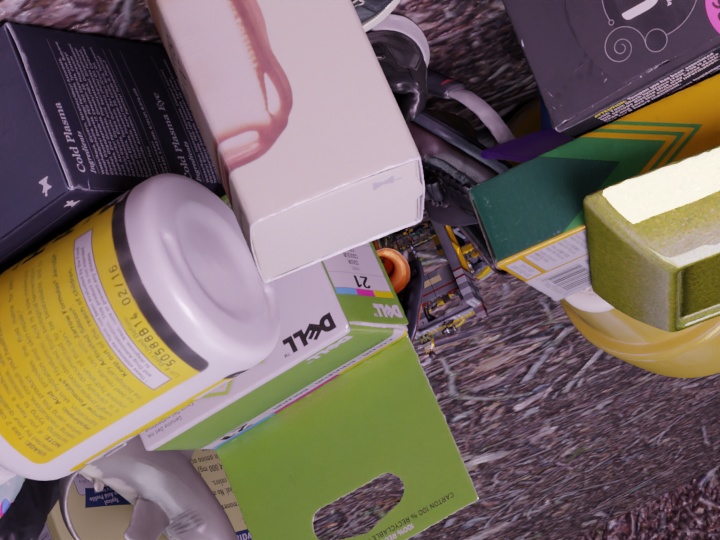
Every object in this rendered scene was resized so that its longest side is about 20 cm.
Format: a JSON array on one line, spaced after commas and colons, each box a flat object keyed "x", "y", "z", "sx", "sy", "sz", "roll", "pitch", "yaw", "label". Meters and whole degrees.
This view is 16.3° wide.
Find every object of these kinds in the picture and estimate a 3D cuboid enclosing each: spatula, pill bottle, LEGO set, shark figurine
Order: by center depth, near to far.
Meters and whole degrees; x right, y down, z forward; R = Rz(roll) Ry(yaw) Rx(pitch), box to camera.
[{"x": -0.150, "y": 0.042, "z": 1.314, "sx": 0.200, "sy": 0.111, "sz": 0.111, "roll": -31, "pitch": 161, "yaw": 23, "label": "pill bottle"}, {"x": 0.066, "y": -0.095, "z": 1.475, "sx": 0.056, "sy": 0.200, "sz": 0.021, "roll": -20, "pitch": 121, "yaw": -27, "label": "spatula"}, {"x": -0.135, "y": 0.116, "z": 1.585, "sx": 0.089, "sy": 0.128, "sz": 0.214, "roll": -42, "pitch": 148, "yaw": 7, "label": "shark figurine"}, {"x": 0.021, "y": 0.026, "z": 1.835, "sx": 0.200, "sy": 0.116, "sz": 0.154, "roll": -24, "pitch": 163, "yaw": 4, "label": "LEGO set"}]

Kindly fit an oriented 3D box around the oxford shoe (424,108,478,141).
[{"x": 0.008, "y": -0.079, "z": 1.584, "sx": 0.200, "sy": 0.071, "sz": 0.075, "roll": -11, "pitch": 153, "yaw": -41, "label": "oxford shoe"}]

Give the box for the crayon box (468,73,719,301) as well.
[{"x": 0.173, "y": -0.053, "z": 1.388, "sx": 0.200, "sy": 0.052, "sz": 0.126, "roll": -24, "pitch": 163, "yaw": 14, "label": "crayon box"}]

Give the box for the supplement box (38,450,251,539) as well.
[{"x": -0.176, "y": 0.150, "z": 1.816, "sx": 0.200, "sy": 0.200, "sz": 0.134, "roll": -10, "pitch": 160, "yaw": -36, "label": "supplement box"}]

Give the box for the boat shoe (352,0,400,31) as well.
[{"x": 0.013, "y": -0.178, "z": 1.277, "sx": 0.199, "sy": 0.075, "sz": 0.066, "roll": -26, "pitch": 161, "yaw": 10, "label": "boat shoe"}]

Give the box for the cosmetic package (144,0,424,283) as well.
[{"x": -0.047, "y": -0.109, "z": 1.188, "sx": 0.087, "sy": 0.200, "sz": 0.103, "roll": -22, "pitch": 163, "yaw": -6, "label": "cosmetic package"}]

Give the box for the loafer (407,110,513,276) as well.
[{"x": 0.073, "y": -0.044, "z": 1.594, "sx": 0.063, "sy": 0.072, "sz": 0.200, "roll": -57, "pitch": 150, "yaw": 2, "label": "loafer"}]

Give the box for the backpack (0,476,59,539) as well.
[{"x": -0.276, "y": 0.094, "z": 1.549, "sx": 0.127, "sy": 0.200, "sz": 0.167, "roll": -34, "pitch": -162, "yaw": 21, "label": "backpack"}]

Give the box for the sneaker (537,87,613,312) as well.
[{"x": 0.150, "y": -0.067, "z": 1.584, "sx": 0.077, "sy": 0.200, "sz": 0.111, "roll": -12, "pitch": 167, "yaw": 16, "label": "sneaker"}]

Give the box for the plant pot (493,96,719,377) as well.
[{"x": 0.191, "y": -0.042, "z": 1.757, "sx": 0.201, "sy": 0.201, "sz": 0.189, "roll": -33, "pitch": 144, "yaw": 30, "label": "plant pot"}]

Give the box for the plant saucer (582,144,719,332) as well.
[{"x": 0.224, "y": -0.026, "z": 1.356, "sx": 0.199, "sy": 0.048, "sz": 0.200, "roll": -20, "pitch": 164, "yaw": 1, "label": "plant saucer"}]

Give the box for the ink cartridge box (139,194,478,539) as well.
[{"x": -0.044, "y": 0.065, "z": 1.370, "sx": 0.148, "sy": 0.200, "sz": 0.076, "roll": -31, "pitch": 162, "yaw": 23, "label": "ink cartridge box"}]

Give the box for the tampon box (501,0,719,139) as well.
[{"x": 0.173, "y": -0.155, "z": 1.421, "sx": 0.126, "sy": 0.150, "sz": 0.200, "roll": -28, "pitch": 162, "yaw": 22, "label": "tampon box"}]

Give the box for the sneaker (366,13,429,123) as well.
[{"x": -0.045, "y": -0.079, "z": 1.460, "sx": 0.200, "sy": 0.067, "sz": 0.091, "roll": -27, "pitch": -152, "yaw": 4, "label": "sneaker"}]

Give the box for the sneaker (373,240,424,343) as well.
[{"x": 0.000, "y": 0.000, "z": 1.607, "sx": 0.077, "sy": 0.200, "sz": 0.112, "roll": -2, "pitch": 148, "yaw": -21, "label": "sneaker"}]

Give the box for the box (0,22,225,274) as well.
[{"x": -0.184, "y": -0.037, "z": 1.398, "sx": 0.200, "sy": 0.104, "sz": 0.182, "roll": -33, "pitch": 162, "yaw": 29, "label": "box"}]
